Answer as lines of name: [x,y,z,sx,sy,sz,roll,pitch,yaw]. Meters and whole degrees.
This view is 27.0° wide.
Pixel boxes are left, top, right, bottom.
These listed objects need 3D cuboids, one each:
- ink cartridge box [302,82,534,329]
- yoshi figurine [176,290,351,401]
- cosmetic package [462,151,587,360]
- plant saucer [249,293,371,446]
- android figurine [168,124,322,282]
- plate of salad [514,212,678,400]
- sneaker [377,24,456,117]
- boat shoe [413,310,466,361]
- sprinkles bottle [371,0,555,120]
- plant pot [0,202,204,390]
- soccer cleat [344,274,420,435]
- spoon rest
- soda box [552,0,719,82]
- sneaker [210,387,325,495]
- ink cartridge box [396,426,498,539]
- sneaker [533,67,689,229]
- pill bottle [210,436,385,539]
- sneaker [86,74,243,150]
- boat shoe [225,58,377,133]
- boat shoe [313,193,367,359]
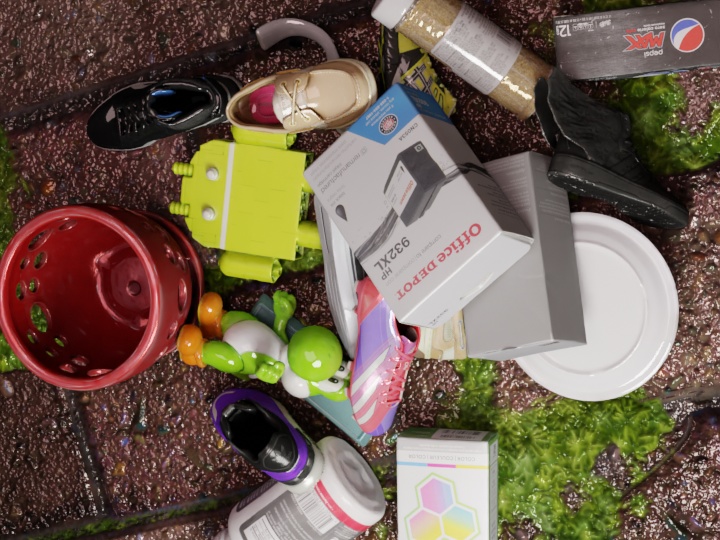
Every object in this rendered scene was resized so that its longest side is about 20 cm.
ink cartridge box: [0.057,-0.064,1.518,0.145,0.084,0.201,-42,66,19]
yoshi figurine: [-0.097,0.081,1.656,0.199,0.112,0.113,18,94,12]
cosmetic package: [0.161,-0.012,1.551,0.106,0.090,0.202,-11,81,34]
plant saucer: [-0.056,0.114,1.709,0.200,0.019,0.070,39,105,11]
android figurine: [-0.122,-0.081,1.697,0.199,0.041,0.183,11,99,14]
plate of salad: [0.241,0.037,1.591,0.199,0.048,0.202,4,100,26]
sneaker: [0.062,-0.194,1.619,0.076,0.075,0.202,-7,97,-3]
boat shoe: [0.102,0.000,1.628,0.076,0.072,0.201,7,108,4]
sprinkles bottle: [0.109,-0.238,1.560,0.199,0.068,0.068,34,105,-9]
plant pot: [-0.278,0.021,1.681,0.199,0.182,0.202,2,97,18]
soccer cleat: [0.030,0.095,1.615,0.076,0.067,0.201,16,117,31]
spoon rest: [-0.030,-0.206,1.635,0.061,0.099,0.200,-40,71,-7]
soda box: [0.300,-0.235,1.534,0.199,0.063,0.071,-4,95,18]
sneaker: [-0.122,0.167,1.653,0.070,0.099,0.200,-56,39,-4]
ink cartridge box: [0.097,0.278,1.657,0.103,0.059,0.202,2,96,17]
sneaker: [0.261,-0.122,1.542,0.199,0.060,0.105,20,74,-18]
pill bottle: [-0.078,0.285,1.686,0.200,0.111,0.111,-38,84,17]
sneaker: [-0.238,-0.182,1.683,0.199,0.112,0.074,-13,91,18]
boat shoe: [-0.066,-0.175,1.576,0.199,0.069,0.074,-7,100,48]
boat shoe: [0.000,0.000,1.649,0.070,0.072,0.201,-13,111,-15]
